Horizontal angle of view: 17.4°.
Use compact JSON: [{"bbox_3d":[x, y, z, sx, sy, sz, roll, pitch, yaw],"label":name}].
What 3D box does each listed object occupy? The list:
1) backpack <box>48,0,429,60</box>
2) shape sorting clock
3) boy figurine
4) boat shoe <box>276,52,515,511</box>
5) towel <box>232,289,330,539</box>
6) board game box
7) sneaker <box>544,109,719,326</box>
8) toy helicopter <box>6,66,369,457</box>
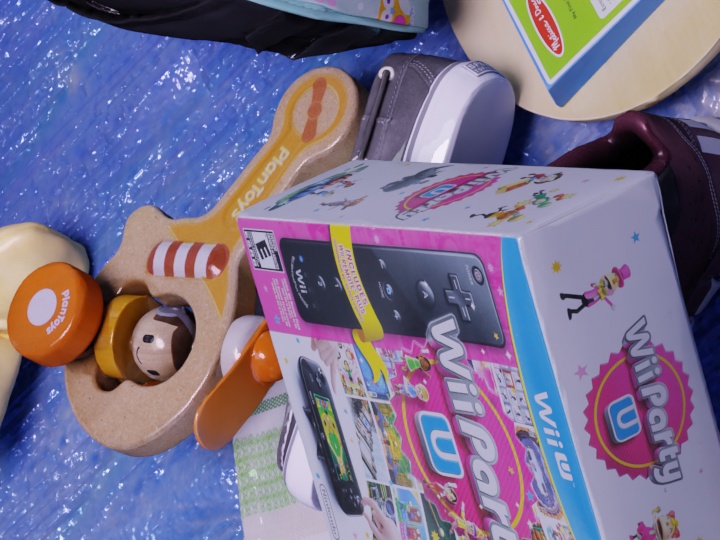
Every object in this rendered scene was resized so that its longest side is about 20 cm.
[{"bbox_3d":[-0.056,-0.170,1.024,0.200,0.175,0.154,31,107,51],"label":"backpack"},{"bbox_3d":[0.103,-0.161,0.987,0.200,0.039,0.201,-10,75,43],"label":"shape sorting clock"},{"bbox_3d":[-0.214,0.045,1.216,0.200,0.064,0.124,-53,51,21],"label":"boy figurine"},{"bbox_3d":[0.000,0.000,1.002,0.066,0.070,0.201,21,93,30],"label":"boat shoe"},{"bbox_3d":[0.002,0.055,1.060,0.149,0.031,0.201,-18,71,35],"label":"towel"},{"bbox_3d":[0.044,0.039,0.867,0.200,0.064,0.148,4,114,58],"label":"board game box"},{"bbox_3d":[0.078,0.022,0.929,0.076,0.115,0.200,28,99,36],"label":"sneaker"},{"bbox_3d":[-0.057,-0.002,1.056,0.200,0.079,0.132,-53,47,4],"label":"toy helicopter"}]
